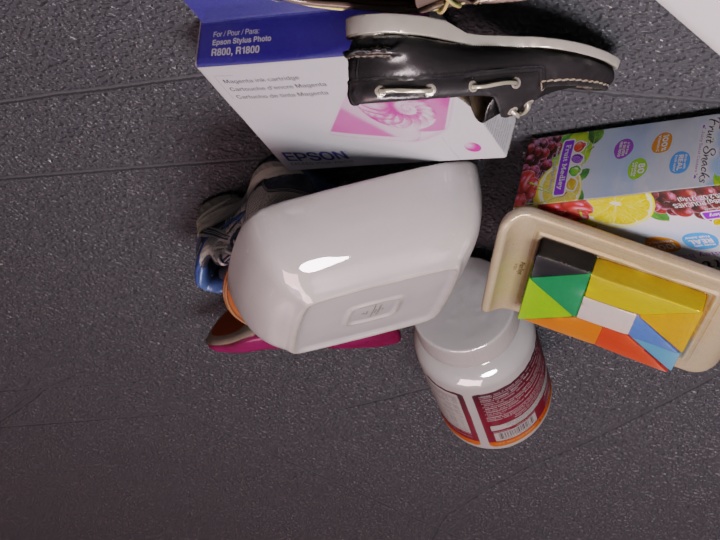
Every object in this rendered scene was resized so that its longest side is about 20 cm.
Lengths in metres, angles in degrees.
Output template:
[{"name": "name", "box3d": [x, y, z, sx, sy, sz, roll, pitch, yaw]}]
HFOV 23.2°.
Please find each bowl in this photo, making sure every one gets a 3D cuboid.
[{"name": "bowl", "box3d": [0.000, 0.000, 1.376, 0.198, 0.075, 0.200, -13, 163, -13]}]

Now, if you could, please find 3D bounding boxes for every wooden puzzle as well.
[{"name": "wooden puzzle", "box3d": [0.194, 0.024, 1.343, 0.198, 0.038, 0.185, 15, 158, 5]}]

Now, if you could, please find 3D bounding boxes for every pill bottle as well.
[{"name": "pill bottle", "box3d": [0.107, 0.074, 1.565, 0.108, 0.111, 0.200, 7, 154, 17]}]

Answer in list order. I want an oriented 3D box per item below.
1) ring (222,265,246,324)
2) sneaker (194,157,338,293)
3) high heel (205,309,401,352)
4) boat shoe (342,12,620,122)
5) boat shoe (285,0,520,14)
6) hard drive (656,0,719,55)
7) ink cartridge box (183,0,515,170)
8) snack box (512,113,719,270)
[{"name": "ring", "box3d": [-0.021, -0.011, 1.472, 0.198, 0.019, 0.201, -17, 150, -10]}, {"name": "sneaker", "box3d": [-0.081, -0.028, 1.487, 0.077, 0.086, 0.200, 25, 153, -22]}, {"name": "high heel", "box3d": [-0.058, 0.063, 1.677, 0.199, 0.068, 0.096, -16, 131, 42]}, {"name": "boat shoe", "box3d": [0.081, -0.128, 1.156, 0.198, 0.061, 0.074, 4, 180, -28]}, {"name": "boat shoe", "box3d": [0.038, -0.191, 1.107, 0.198, 0.060, 0.072, 8, 148, 13]}, {"name": "hard drive", "box3d": [0.282, -0.155, 1.093, 0.199, 0.027, 0.131, 32, 151, -33]}, {"name": "ink cartridge box", "box3d": [-0.014, -0.142, 1.267, 0.195, 0.044, 0.200, -1, 152, 31]}, {"name": "snack box", "box3d": [0.242, -0.040, 1.304, 0.198, 0.068, 0.168, -3, 150, 37]}]
